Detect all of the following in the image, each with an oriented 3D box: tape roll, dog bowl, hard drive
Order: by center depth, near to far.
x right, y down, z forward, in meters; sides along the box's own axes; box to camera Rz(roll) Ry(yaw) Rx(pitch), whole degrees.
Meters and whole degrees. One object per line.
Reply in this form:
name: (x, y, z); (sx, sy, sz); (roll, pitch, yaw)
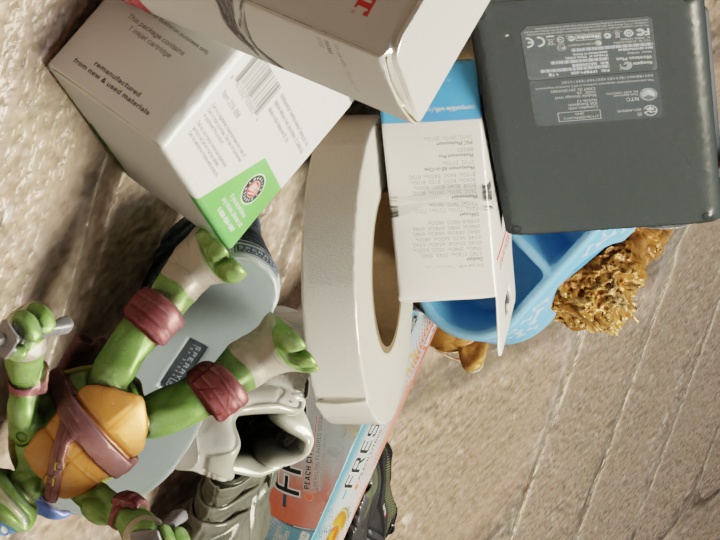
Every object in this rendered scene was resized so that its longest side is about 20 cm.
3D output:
hard drive: (0.146, -0.104, 1.436); (0.033, 0.140, 0.200); (-84, 166, -45)
tape roll: (0.000, 0.000, 1.502); (0.203, 0.037, 0.203); (0, 90, -79)
dog bowl: (0.112, -0.031, 1.615); (0.200, 0.111, 0.050); (-49, 165, 24)

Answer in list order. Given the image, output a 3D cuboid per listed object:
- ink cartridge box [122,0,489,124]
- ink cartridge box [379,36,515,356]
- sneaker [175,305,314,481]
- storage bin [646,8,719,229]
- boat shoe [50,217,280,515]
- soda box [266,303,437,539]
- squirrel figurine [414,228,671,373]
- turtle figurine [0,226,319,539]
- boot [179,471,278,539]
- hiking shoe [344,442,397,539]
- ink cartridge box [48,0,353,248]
ink cartridge box: (-0.029, -0.176, 1.116); (0.147, 0.200, 0.083); (-60, 159, -13)
ink cartridge box: (0.058, -0.054, 1.521); (0.116, 0.068, 0.200); (-65, 151, -68)
sneaker: (-0.064, 0.088, 1.471); (0.200, 0.099, 0.078); (-34, 144, -54)
storage bin: (0.168, -0.130, 1.668); (0.146, 0.200, 0.134); (-41, 136, -48)
boat shoe: (-0.115, 0.050, 1.352); (0.200, 0.071, 0.091); (-50, -159, 17)
soda box: (-0.018, 0.109, 1.658); (0.200, 0.064, 0.068); (-67, 159, 2)
squirrel figurine: (0.126, -0.004, 1.729); (0.187, 0.200, 0.142); (-24, 94, -37)
turtle figurine: (-0.122, 0.076, 1.217); (0.194, 0.144, 0.200); (-41, 161, -7)
boot: (-0.105, 0.174, 1.507); (0.200, 0.068, 0.131); (-51, 163, -53)
hiking shoe: (-0.007, 0.213, 1.785); (0.101, 0.076, 0.200); (-27, 137, -54)
ink cartridge box: (-0.052, -0.132, 1.234); (0.200, 0.084, 0.146); (-50, 157, -10)
